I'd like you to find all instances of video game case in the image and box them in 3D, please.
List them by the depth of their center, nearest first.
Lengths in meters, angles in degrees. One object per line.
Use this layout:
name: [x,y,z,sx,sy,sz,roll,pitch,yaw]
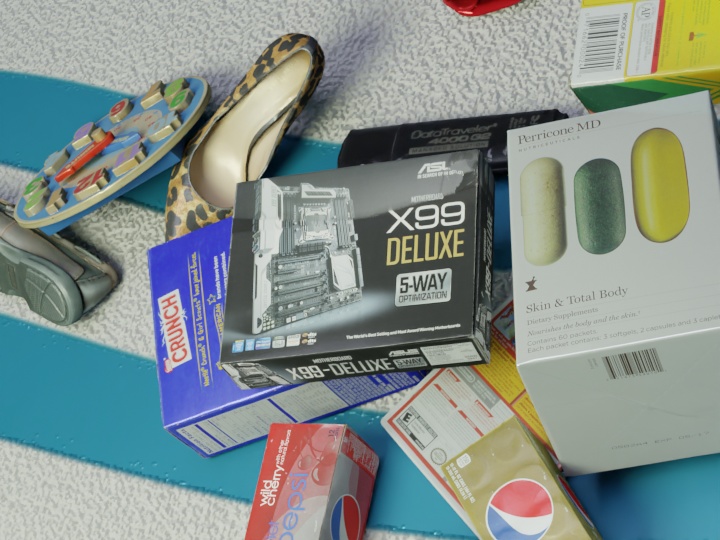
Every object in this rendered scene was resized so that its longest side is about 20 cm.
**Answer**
video game case: [0.126,0.089,1.665,0.200,0.017,0.143,-44,51,1]

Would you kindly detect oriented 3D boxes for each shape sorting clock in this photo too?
shape sorting clock: [-0.212,-0.103,1.905,0.199,0.039,0.200,-29,26,15]

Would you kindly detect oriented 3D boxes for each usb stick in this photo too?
usb stick: [0.072,-0.096,1.793,0.199,0.033,0.056,-4,54,28]

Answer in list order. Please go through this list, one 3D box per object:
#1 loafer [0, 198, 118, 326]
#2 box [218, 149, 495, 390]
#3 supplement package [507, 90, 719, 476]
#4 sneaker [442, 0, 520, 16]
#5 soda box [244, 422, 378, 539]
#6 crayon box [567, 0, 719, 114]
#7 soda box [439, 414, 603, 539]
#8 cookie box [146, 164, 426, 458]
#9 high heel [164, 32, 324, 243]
loafer: [-0.288,-0.016,1.941,0.063,0.072,0.200,-29,46,-33]
box: [0.000,0.000,1.673,0.198,0.050,0.159,-6,60,19]
supplement package: [0.192,0.010,1.564,0.151,0.151,0.201,-11,52,14]
sneaker: [0.078,-0.287,1.871,0.200,0.078,0.116,33,81,39]
soda box: [-0.046,0.215,1.660,0.070,0.063,0.201,-2,62,31]
crayon box: [0.266,-0.192,1.725,0.199,0.051,0.128,-3,62,29]
soda box: [0.136,0.202,1.552,0.068,0.064,0.201,-35,58,7]
cookie box: [-0.061,0.033,1.765,0.199,0.075,0.172,-20,56,17]
high heel: [-0.098,-0.102,1.824,0.071,0.143,0.201,32,72,-7]
